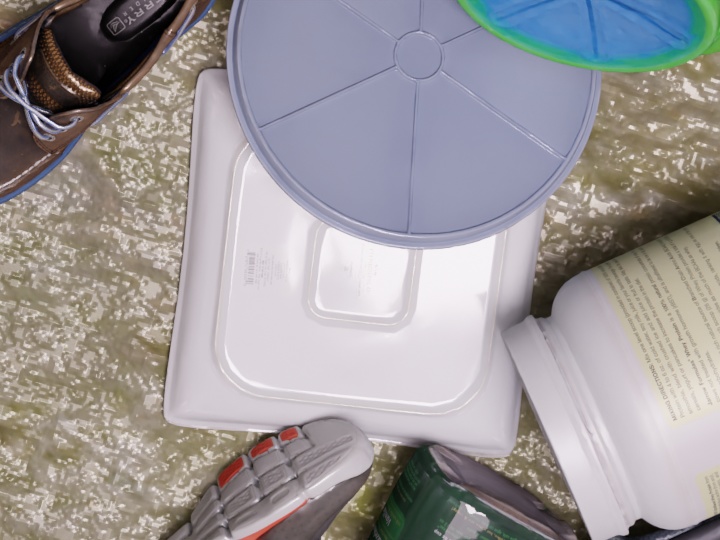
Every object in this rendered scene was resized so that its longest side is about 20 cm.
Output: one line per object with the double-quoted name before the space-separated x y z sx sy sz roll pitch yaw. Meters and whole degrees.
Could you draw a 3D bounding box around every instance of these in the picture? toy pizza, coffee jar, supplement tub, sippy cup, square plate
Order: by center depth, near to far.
"sippy cup" 0.124 -0.187 1.045 0.178 0.139 0.131 34 63 -44
"supplement tub" 0.188 0.048 1.094 0.200 0.145 0.145 -24 102 2
"toy pizza" 0.028 -0.109 1.095 0.200 0.032 0.201 1 82 -10
"square plate" 0.000 0.000 1.134 0.198 0.028 0.200 6 101 -5
"coffee jar" 0.026 0.203 1.147 0.104 0.085 0.200 31 98 -16

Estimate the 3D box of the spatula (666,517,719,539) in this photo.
"spatula" 0.114 0.176 1.085 0.200 0.021 0.057 -30 118 5

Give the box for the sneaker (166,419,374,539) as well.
"sneaker" -0.057 0.162 1.148 0.200 0.077 0.082 -40 112 17

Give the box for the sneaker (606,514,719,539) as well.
"sneaker" 0.211 0.171 1.130 0.200 0.079 0.096 -8 138 -7

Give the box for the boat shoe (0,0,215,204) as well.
"boat shoe" -0.158 -0.104 1.082 0.200 0.072 0.072 -45 100 6
